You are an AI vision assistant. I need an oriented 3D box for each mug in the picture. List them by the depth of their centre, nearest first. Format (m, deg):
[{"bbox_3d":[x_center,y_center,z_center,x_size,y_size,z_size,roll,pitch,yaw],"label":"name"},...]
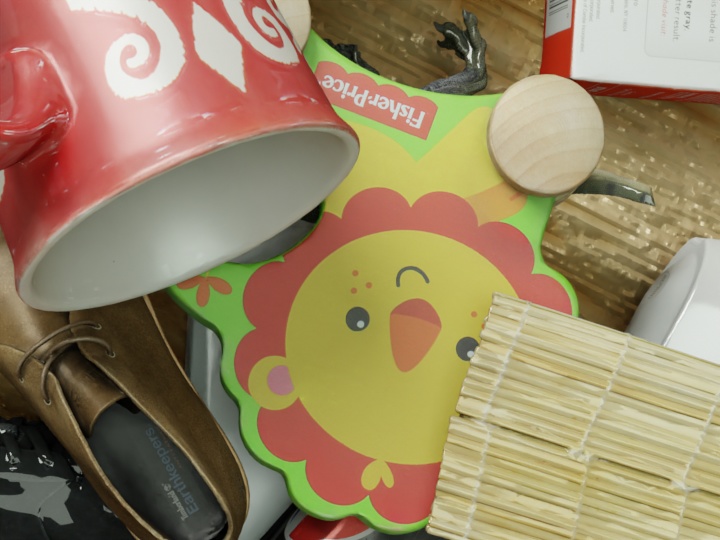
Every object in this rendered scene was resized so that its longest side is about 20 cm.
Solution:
[{"bbox_3d":[-0.104,-0.108,0.906,0.133,0.178,0.201,-26,75,5],"label":"mug"}]

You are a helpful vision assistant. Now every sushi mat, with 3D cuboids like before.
[{"bbox_3d":[0.128,0.083,0.985,0.199,0.012,0.096,18,91,-9],"label":"sushi mat"}]

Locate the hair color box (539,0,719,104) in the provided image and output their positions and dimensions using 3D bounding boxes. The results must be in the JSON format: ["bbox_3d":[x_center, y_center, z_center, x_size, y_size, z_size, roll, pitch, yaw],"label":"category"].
[{"bbox_3d":[0.182,-0.127,1.107,0.199,0.064,0.111,4,89,-9],"label":"hair color box"}]

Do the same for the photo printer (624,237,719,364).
[{"bbox_3d":[0.169,0.097,1.104,0.166,0.069,0.200,31,86,-10],"label":"photo printer"}]

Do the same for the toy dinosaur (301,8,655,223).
[{"bbox_3d":[0.019,-0.059,1.067,0.199,0.047,0.089,-3,69,-5],"label":"toy dinosaur"}]

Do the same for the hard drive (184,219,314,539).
[{"bbox_3d":[-0.011,0.064,1.093,0.131,0.026,0.201,3,90,-11],"label":"hard drive"}]

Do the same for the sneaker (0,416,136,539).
[{"bbox_3d":[-0.140,0.070,1.033,0.200,0.073,0.112,34,104,-17],"label":"sneaker"}]

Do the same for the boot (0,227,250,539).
[{"bbox_3d":[-0.108,0.027,0.964,0.074,0.075,0.200,-39,93,-3],"label":"boot"}]

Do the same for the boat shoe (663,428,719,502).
[{"bbox_3d":[0.169,0.136,1.038,0.201,0.072,0.066,41,96,-13],"label":"boat shoe"}]

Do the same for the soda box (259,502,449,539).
[{"bbox_3d":[0.009,0.113,1.043,0.071,0.063,0.200,46,75,-15],"label":"soda box"}]

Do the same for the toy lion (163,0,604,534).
[{"bbox_3d":[0.000,0.000,1.002,0.199,0.069,0.192,22,82,-2],"label":"toy lion"}]
